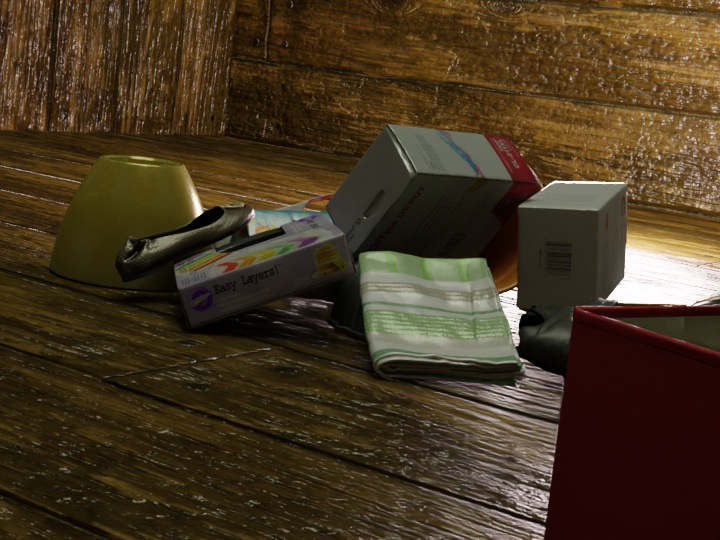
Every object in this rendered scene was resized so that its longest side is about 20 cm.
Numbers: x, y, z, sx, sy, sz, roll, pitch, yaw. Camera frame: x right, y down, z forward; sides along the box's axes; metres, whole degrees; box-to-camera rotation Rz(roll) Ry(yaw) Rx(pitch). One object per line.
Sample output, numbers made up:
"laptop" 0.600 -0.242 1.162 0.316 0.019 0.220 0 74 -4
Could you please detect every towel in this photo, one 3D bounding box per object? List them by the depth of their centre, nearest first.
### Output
"towel" 0.076 0.040 1.343 0.149 0.031 0.200 5 33 -9

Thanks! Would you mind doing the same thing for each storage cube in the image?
"storage cube" 0.214 0.122 0.684 0.171 0.180 0.200 1 10 -34

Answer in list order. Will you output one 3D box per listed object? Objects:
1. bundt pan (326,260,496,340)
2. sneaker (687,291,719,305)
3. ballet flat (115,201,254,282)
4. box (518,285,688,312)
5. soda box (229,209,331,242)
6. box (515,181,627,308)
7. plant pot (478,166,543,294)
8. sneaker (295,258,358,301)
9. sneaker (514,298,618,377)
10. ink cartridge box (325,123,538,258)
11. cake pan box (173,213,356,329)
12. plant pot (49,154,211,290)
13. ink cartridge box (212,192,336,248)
"bundt pan" 0.066 0.032 1.491 0.202 0.076 0.202 7 9 -1
"sneaker" 0.483 0.058 1.618 0.200 0.079 0.079 3 15 -10
"ballet flat" -0.201 -0.044 1.536 0.200 0.046 0.067 -29 14 -39
"box" 0.316 0.046 1.699 0.200 0.042 0.119 0 11 -26
"soda box" -0.056 -0.029 1.658 0.200 0.064 0.068 2 49 -23
"box" 0.259 -0.033 1.628 0.097 0.125 0.200 4 13 20
"plant pot" 0.125 -0.056 1.788 0.200 0.200 0.183 4 -8 -17
"sneaker" 0.000 0.000 1.620 0.200 0.075 0.082 2 -22 -21
"sneaker" 0.213 0.061 1.387 0.091 0.076 0.200 16 10 16
"ink cartridge box" 0.083 -0.088 1.563 0.200 0.146 0.083 2 50 -41
"cake pan box" -0.108 -0.004 1.456 0.184 0.052 0.200 -16 11 -5
"plant pot" -0.270 -0.064 1.634 0.200 0.142 0.200 7 9 -1
"ink cartridge box" -0.100 -0.059 1.770 0.200 0.047 0.160 -15 2 -6
